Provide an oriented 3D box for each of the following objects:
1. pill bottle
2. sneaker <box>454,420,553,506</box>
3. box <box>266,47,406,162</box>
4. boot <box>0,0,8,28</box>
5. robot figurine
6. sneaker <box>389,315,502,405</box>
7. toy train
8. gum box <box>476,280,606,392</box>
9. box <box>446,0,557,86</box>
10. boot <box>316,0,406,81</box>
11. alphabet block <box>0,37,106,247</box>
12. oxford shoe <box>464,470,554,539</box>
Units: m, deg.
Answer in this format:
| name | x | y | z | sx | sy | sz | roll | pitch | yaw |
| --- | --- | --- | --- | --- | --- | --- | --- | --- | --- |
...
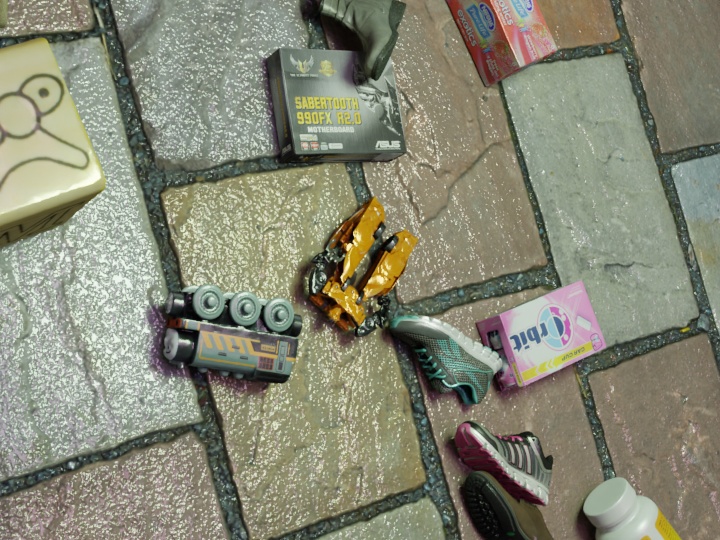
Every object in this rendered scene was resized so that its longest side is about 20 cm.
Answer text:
| name | x | y | z | sx | sy | sz | roll | pitch | yaw |
| --- | --- | --- | --- | --- | --- | --- | --- | --- | --- |
| pill bottle | 0.437 | 0.427 | 1.872 | 0.201 | 0.112 | 0.113 | 51 | 58 | -11 |
| sneaker | 0.220 | 0.270 | 1.798 | 0.199 | 0.073 | 0.088 | 39 | 61 | -24 |
| box | -0.034 | -0.243 | 1.775 | 0.197 | 0.048 | 0.161 | -3 | 80 | -33 |
| boot | -0.518 | -0.401 | 1.489 | 0.153 | 0.073 | 0.204 | -5 | 85 | -29 |
| robot figurine | 0.000 | 0.000 | 1.732 | 0.145 | 0.058 | 0.201 | 43 | 59 | -16 |
| sneaker | 0.122 | 0.134 | 1.770 | 0.198 | 0.077 | 0.093 | 28 | 69 | -22 |
| toy train | -0.169 | 0.085 | 1.594 | 0.197 | 0.085 | 0.116 | 12 | 82 | -29 |
| gum box | 0.281 | 0.102 | 1.878 | 0.198 | 0.066 | 0.115 | -19 | 87 | -34 |
| box | 0.223 | -0.420 | 1.953 | 0.102 | 0.094 | 0.203 | -26 | 92 | -35 |
| boot | -0.009 | -0.363 | 1.777 | 0.129 | 0.068 | 0.201 | 22 | 39 | -7 |
| alphabet block | -0.445 | -0.131 | 1.401 | 0.198 | 0.195 | 0.198 | -23 | 92 | -34 |
| oxford shoe | 0.225 | 0.370 | 1.787 | 0.201 | 0.072 | 0.085 | 54 | 41 | -12 |
